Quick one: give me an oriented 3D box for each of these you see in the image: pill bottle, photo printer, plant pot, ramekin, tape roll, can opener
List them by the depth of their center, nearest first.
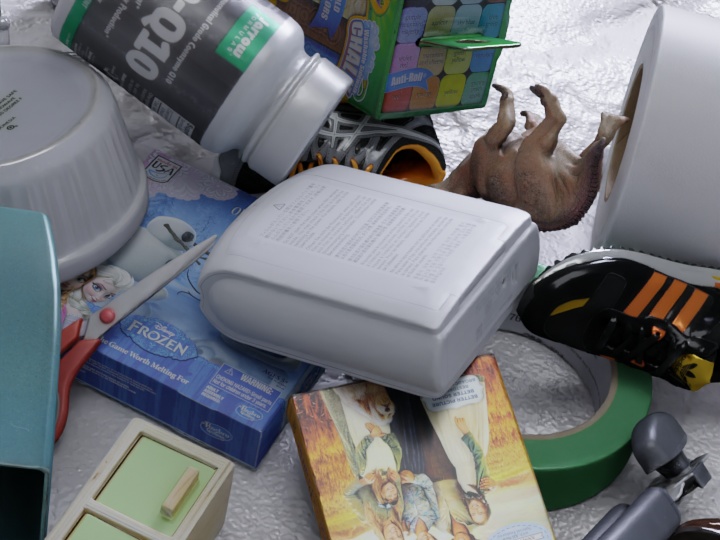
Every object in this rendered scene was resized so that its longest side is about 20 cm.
[{"bbox_3d":[-0.250,0.063,1.196,0.140,0.142,0.201,8,54,-6],"label":"plant pot"},{"bbox_3d":[0.171,0.150,1.251,0.067,0.053,0.200,57,33,2],"label":"can opener"},{"bbox_3d":[0.000,0.000,1.306,0.199,0.070,0.166,15,38,24],"label":"photo printer"},{"bbox_3d":[-0.252,-0.078,1.358,0.200,0.095,0.203,-3,39,3],"label":"ramekin"},{"bbox_3d":[0.104,0.076,1.360,0.199,0.048,0.201,6,45,-6],"label":"tape roll"},{"bbox_3d":[-0.112,-0.157,1.377,0.199,0.113,0.113,35,46,-2],"label":"pill bottle"},{"bbox_3d":[0.263,-0.085,1.450,0.138,0.204,0.204,15,44,1],"label":"tape roll"}]

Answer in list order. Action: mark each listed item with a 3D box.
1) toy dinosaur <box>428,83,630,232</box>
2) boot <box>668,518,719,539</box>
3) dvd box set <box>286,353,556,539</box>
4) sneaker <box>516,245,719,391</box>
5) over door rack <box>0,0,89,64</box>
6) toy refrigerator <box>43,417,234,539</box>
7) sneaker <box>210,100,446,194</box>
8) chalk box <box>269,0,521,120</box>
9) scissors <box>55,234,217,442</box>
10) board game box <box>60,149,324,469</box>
[{"bbox_3d":[0.123,-0.060,1.422,0.085,0.137,0.199,19,-6,-37],"label":"toy dinosaur"},{"bbox_3d":[0.295,0.140,1.333,0.185,0.064,0.201,16,44,-9],"label":"boot"},{"bbox_3d":[0.046,0.159,1.233,0.145,0.029,0.201,-10,62,-11],"label":"dvd box set"},{"bbox_3d":[0.206,0.041,1.333,0.199,0.070,0.090,5,40,-28],"label":"sneaker"},{"bbox_3d":[-0.288,-0.212,1.491,0.146,0.067,0.200,-3,24,-16],"label":"over door rack"},{"bbox_3d":[-0.155,0.186,1.172,0.075,0.070,0.200,24,45,11],"label":"toy refrigerator"},{"bbox_3d":[-0.020,-0.087,1.473,0.199,0.079,0.078,-14,55,-26],"label":"sneaker"},{"bbox_3d":[0.034,-0.194,1.474,0.124,0.125,0.200,-8,31,-40],"label":"chalk box"},{"bbox_3d":[-0.183,0.034,1.289,0.073,0.014,0.200,36,80,16],"label":"scissors"},{"bbox_3d":[-0.112,0.021,1.365,0.199,0.044,0.199,25,45,12],"label":"board game box"}]
